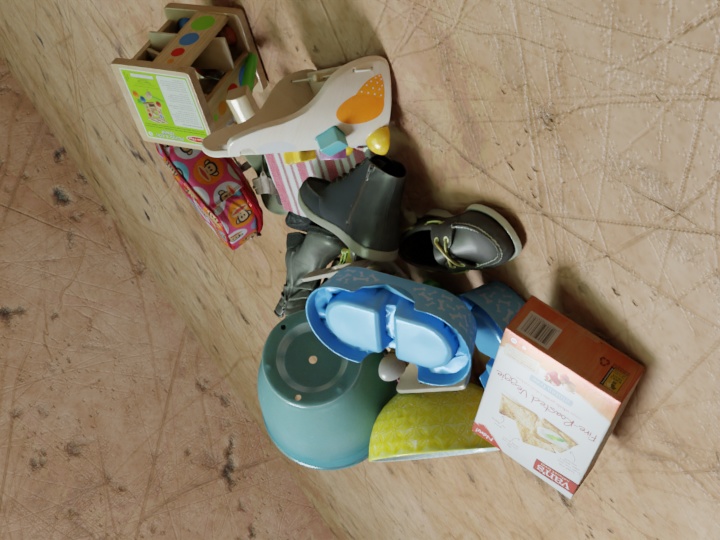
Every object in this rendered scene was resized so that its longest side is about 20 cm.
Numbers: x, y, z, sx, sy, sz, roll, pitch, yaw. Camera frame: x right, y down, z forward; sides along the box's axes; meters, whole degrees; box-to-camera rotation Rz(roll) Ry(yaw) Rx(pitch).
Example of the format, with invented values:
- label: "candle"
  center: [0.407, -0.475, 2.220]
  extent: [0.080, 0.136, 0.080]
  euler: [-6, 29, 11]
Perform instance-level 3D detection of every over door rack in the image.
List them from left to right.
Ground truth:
- label: "over door rack"
  center: [-0.207, -0.221, 1.661]
  extent: [0.149, 0.066, 0.200]
  euler: [58, 169, -10]

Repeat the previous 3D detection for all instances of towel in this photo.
- label: "towel"
  center: [-0.041, -0.121, 1.386]
  extent: [0.198, 0.030, 0.147]
  euler: [18, 141, 35]

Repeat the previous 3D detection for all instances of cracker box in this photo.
- label: "cracker box"
  center: [0.199, 0.136, 1.137]
  extent: [0.133, 0.058, 0.201]
  euler: [33, 146, 19]

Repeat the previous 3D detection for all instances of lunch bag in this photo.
- label: "lunch bag"
  center: [-0.225, -0.126, 1.627]
  extent: [0.201, 0.082, 0.176]
  euler: [53, 169, 9]

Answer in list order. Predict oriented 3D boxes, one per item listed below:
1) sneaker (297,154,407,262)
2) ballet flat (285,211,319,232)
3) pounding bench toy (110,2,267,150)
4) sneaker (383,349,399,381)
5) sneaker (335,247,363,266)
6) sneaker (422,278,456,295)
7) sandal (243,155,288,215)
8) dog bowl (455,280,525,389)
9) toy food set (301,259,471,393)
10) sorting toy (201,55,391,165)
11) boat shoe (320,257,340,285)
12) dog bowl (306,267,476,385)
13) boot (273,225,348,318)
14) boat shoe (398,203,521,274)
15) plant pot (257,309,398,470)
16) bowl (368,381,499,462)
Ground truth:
- label: "sneaker"
  center: [-0.004, -0.096, 1.288]
  extent: [0.200, 0.074, 0.107]
  euler: [38, 121, 50]
- label: "ballet flat"
  center: [-0.065, -0.090, 1.565]
  extent: [0.200, 0.066, 0.058]
  euler: [144, 133, -73]
- label: "pounding bench toy"
  center: [-0.184, -0.253, 1.418]
  extent: [0.198, 0.157, 0.125]
  euler: [12, 140, 27]
- label: "sneaker"
  center: [0.051, 0.163, 1.622]
  extent: [0.079, 0.095, 0.201]
  euler: [41, 156, 42]
- label: "sneaker"
  center: [0.000, 0.000, 1.410]
  extent: [0.076, 0.076, 0.200]
  euler: [20, 163, 14]
- label: "sneaker"
  center: [0.083, 0.066, 1.403]
  extent: [0.084, 0.074, 0.200]
  euler: [49, 153, 12]
- label: "sandal"
  center: [-0.119, -0.125, 1.561]
  extent: [0.201, 0.079, 0.058]
  euler: [73, -161, -62]
- label: "dog bowl"
  center: [0.173, 0.098, 1.251]
  extent: [0.111, 0.049, 0.201]
  euler: [27, 148, 57]
- label: "toy food set"
  center: [0.029, 0.069, 1.321]
  extent: [0.200, 0.061, 0.143]
  euler: [49, 151, -18]
- label: "sorting toy"
  center: [-0.079, -0.159, 1.205]
  extent: [0.200, 0.178, 0.108]
  euler: [13, 118, 66]
- label: "boat shoe"
  center: [0.010, 0.056, 1.554]
  extent: [0.073, 0.065, 0.200]
  euler: [28, -168, -42]
- label: "dog bowl"
  center: [0.038, 0.058, 1.217]
  extent: [0.198, 0.050, 0.112]
  euler: [15, 136, 22]
- label: "boot"
  center: [-0.066, 0.009, 1.570]
  extent: [0.200, 0.067, 0.132]
  euler: [168, 112, -67]
- label: "boat shoe"
  center: [0.103, -0.027, 1.187]
  extent: [0.072, 0.060, 0.201]
  euler: [59, 163, -13]
- label: "plant pot"
  center: [-0.051, 0.145, 1.470]
  extent: [0.200, 0.199, 0.188]
  euler: [48, 168, 22]
- label: "bowl"
  center: [0.104, 0.187, 1.434]
  extent: [0.200, 0.198, 0.109]
  euler: [136, 130, -73]
